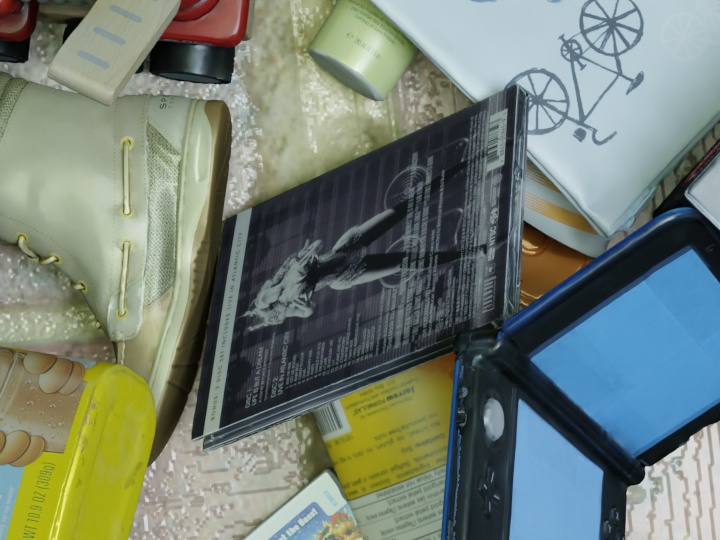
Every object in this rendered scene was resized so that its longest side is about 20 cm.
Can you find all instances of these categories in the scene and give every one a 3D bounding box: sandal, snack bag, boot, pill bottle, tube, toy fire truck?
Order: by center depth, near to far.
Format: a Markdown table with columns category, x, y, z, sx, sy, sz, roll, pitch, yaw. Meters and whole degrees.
| category | x | y | z | sx | sy | sz | roll | pitch | yaw |
| --- | --- | --- | --- | --- | --- | --- | --- | --- | --- |
| toy fire truck | -0.148 | -0.143 | 1.157 | 0.175 | 0.200 | 0.130 | 7 | 88 | 2 |
| pill bottle | 0.051 | 0.116 | 1.187 | 0.110 | 0.111 | 0.201 | -22 | 87 | 2 |
| snack bag | 0.123 | -0.144 | 1.200 | 0.200 | 0.021 | 0.189 | 45 | 71 | 2 |
| sandal | 0.113 | -0.079 | 1.216 | 0.079 | 0.059 | 0.208 | 17 | 89 | 3 |
| boot | -0.158 | -0.003 | 1.219 | 0.154 | 0.073 | 0.202 | 9 | 92 | 4 |
| tube | 0.045 | -0.188 | 1.228 | 0.052 | 0.058 | 0.201 | 28 | 81 | 44 |

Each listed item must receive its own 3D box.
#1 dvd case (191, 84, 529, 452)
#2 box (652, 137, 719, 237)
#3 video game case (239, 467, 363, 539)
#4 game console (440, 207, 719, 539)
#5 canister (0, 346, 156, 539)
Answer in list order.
| category | x | y | z | sx | sy | sz | roll | pitch | yaw |
| --- | --- | --- | --- | --- | --- | --- | --- | --- | --- |
| dvd case | 0.000 | 0.000 | 1.151 | 0.199 | 0.016 | 0.149 | -23 | 44 | 32 |
| box | 0.256 | -0.071 | 1.149 | 0.104 | 0.182 | 0.200 | 43 | 90 | 4 |
| video game case | -0.008 | 0.230 | 1.234 | 0.143 | 0.018 | 0.200 | -39 | 88 | 1 |
| game console | 0.132 | 0.089 | 1.079 | 0.118 | 0.200 | 0.172 | -7 | 65 | 27 |
| canister | -0.217 | 0.105 | 1.169 | 0.199 | 0.087 | 0.150 | 7 | 73 | 24 |
